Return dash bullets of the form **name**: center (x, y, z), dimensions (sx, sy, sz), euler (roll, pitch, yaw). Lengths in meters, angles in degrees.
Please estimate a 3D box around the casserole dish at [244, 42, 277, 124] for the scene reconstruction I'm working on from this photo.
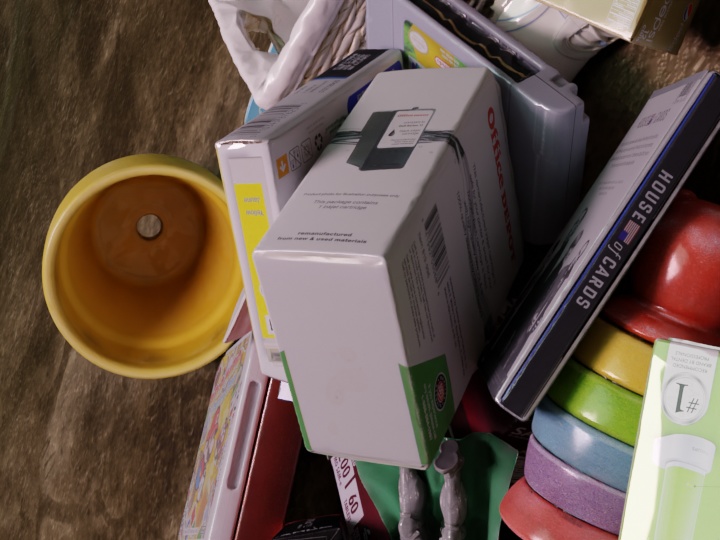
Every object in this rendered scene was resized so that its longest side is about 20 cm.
- **casserole dish**: center (-0.056, -0.178, 1.247), dimensions (0.202, 0.038, 0.121), euler (-65, 33, 21)

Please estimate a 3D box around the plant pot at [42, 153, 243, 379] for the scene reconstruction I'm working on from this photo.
- **plant pot**: center (-0.202, -0.021, 1.308), dimensions (0.189, 0.198, 0.203), euler (-124, 52, -70)

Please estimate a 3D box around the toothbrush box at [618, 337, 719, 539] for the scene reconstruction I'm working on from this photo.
- **toothbrush box**: center (0.194, 0.144, 0.612), dimensions (0.144, 0.086, 0.203), euler (9, 87, 33)

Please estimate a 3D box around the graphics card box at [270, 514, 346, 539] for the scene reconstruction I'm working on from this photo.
- **graphics card box**: center (-0.025, 0.235, 0.928), dimensions (0.200, 0.050, 0.127), euler (86, 176, -82)

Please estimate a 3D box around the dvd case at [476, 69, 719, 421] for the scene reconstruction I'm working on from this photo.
- **dvd case**: center (0.131, -0.016, 0.760), dimensions (0.201, 0.025, 0.150), euler (-56, 1, 4)

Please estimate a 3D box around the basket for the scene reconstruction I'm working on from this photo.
- **basket**: center (0.001, -0.238, 1.042), dimensions (0.201, 0.159, 0.199), euler (-60, 36, 29)

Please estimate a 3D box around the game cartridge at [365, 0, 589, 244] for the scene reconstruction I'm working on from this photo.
- **game cartridge**: center (0.070, -0.109, 0.905), dimensions (0.200, 0.040, 0.134), euler (44, 155, 34)

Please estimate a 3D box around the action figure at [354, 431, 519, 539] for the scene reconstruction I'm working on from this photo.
- **action figure**: center (0.050, 0.197, 0.871), dimensions (0.117, 0.055, 0.203), euler (9, 120, 33)

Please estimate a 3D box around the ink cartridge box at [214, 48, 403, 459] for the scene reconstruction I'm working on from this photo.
- **ink cartridge box**: center (-0.013, -0.018, 0.869), dimensions (0.046, 0.198, 0.203), euler (3, 114, 23)

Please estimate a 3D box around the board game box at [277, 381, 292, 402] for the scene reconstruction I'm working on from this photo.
- **board game box**: center (0.000, 0.000, 1.000), dimensions (0.034, 0.135, 0.203), euler (8, 86, 26)

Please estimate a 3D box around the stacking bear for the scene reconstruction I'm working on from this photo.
- **stacking bear**: center (0.160, 0.059, 0.734), dimensions (0.121, 0.113, 0.202), euler (32, 103, 57)

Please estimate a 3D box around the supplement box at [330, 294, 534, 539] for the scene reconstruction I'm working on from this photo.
- **supplement box**: center (0.058, 0.118, 0.928), dimensions (0.201, 0.060, 0.110), euler (-52, 39, 36)

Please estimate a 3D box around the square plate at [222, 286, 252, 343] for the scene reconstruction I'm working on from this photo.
- **square plate**: center (-0.047, -0.057, 1.131), dimensions (0.200, 0.028, 0.201), euler (-61, 6, 26)

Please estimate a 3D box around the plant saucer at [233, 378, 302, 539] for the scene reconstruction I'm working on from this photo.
- **plant saucer**: center (-0.063, 0.118, 1.096), dimensions (0.200, 0.036, 0.203), euler (-129, 51, -86)

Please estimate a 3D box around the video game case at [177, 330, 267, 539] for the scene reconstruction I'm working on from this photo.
- **video game case**: center (-0.118, 0.150, 1.179), dimensions (0.200, 0.023, 0.185), euler (140, 143, -72)

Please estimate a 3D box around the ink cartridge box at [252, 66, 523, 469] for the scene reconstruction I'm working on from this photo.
- **ink cartridge box**: center (0.026, -0.009, 0.803), dimensions (0.082, 0.148, 0.201), euler (3, 37, 24)

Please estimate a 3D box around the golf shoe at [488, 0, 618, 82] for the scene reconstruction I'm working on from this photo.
- **golf shoe**: center (0.146, -0.172, 0.867), dimensions (0.097, 0.077, 0.202), euler (51, 126, 45)

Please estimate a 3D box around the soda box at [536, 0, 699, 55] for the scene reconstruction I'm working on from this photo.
- **soda box**: center (0.110, -0.198, 0.821), dimensions (0.199, 0.067, 0.065), euler (33, 110, 33)
